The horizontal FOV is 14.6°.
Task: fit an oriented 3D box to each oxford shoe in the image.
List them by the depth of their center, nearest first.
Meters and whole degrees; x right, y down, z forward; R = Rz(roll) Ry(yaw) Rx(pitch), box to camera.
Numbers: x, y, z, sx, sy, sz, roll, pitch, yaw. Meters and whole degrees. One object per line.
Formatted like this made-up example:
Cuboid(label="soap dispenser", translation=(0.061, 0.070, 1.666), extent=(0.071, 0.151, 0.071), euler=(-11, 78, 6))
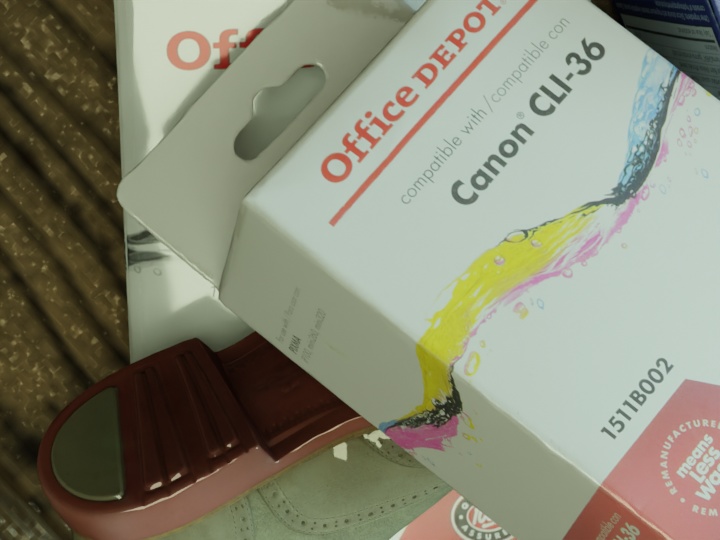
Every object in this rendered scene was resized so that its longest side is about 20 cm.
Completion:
Cuboid(label="oxford shoe", translation=(0.006, 0.044, 0.839), extent=(0.199, 0.071, 0.075), euler=(-18, 135, -3))

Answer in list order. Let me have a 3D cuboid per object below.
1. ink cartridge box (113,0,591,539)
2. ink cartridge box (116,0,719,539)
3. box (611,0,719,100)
Cuboid(label="ink cartridge box", translation=(0.000, 0.000, 0.894), extent=(0.146, 0.083, 0.201), euler=(-1, 101, 0))
Cuboid(label="ink cartridge box", translation=(0.043, -0.008, 0.773), extent=(0.200, 0.068, 0.117), euler=(38, 66, 8))
Cuboid(label="box", translation=(0.122, -0.035, 0.866), extent=(0.032, 0.121, 0.200), euler=(-21, 101, -5))
